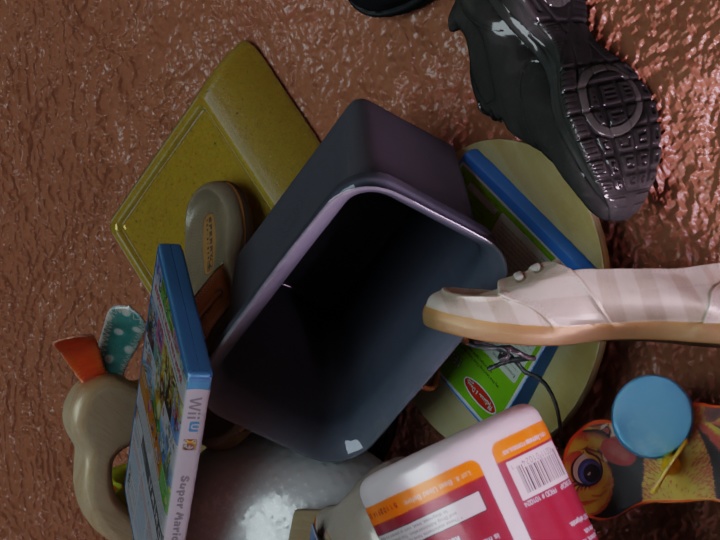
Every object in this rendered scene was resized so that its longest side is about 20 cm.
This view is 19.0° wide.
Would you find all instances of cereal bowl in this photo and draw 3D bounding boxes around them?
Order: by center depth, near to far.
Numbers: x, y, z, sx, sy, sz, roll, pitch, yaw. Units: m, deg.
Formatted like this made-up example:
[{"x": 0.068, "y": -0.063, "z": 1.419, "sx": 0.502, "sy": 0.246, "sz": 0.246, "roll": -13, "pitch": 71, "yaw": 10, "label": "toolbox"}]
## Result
[{"x": -0.047, "y": 0.207, "z": 1.422, "sx": 0.198, "sy": 0.083, "sz": 0.202, "roll": 10, "pitch": 121, "yaw": 17, "label": "cereal bowl"}]

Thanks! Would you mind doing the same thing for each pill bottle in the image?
[{"x": 0.088, "y": 0.186, "z": 1.196, "sx": 0.113, "sy": 0.113, "sz": 0.201, "roll": -29, "pitch": 83, "yaw": 40, "label": "pill bottle"}]

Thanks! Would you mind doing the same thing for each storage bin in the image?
[{"x": 0.000, "y": 0.000, "z": 1.359, "sx": 0.200, "sy": 0.145, "sz": 0.135, "roll": -51, "pitch": 24, "yaw": 31, "label": "storage bin"}]

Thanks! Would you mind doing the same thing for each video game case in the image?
[{"x": -0.125, "y": 0.105, "z": 1.378, "sx": 0.144, "sy": 0.018, "sz": 0.201, "roll": -109, "pitch": 25, "yaw": -54, "label": "video game case"}]

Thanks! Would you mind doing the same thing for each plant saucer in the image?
[{"x": -0.098, "y": -0.027, "z": 1.535, "sx": 0.200, "sy": 0.048, "sz": 0.201, "roll": -51, "pitch": 60, "yaw": 32, "label": "plant saucer"}]

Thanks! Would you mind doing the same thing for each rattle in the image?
[{"x": -0.179, "y": 0.098, "z": 1.546, "sx": 0.130, "sy": 0.200, "sz": 0.143, "roll": -36, "pitch": 29, "yaw": -1, "label": "rattle"}]

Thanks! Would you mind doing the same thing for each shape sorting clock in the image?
[{"x": 0.087, "y": 0.017, "z": 1.373, "sx": 0.199, "sy": 0.039, "sz": 0.202, "roll": -8, "pitch": 79, "yaw": 47, "label": "shape sorting clock"}]

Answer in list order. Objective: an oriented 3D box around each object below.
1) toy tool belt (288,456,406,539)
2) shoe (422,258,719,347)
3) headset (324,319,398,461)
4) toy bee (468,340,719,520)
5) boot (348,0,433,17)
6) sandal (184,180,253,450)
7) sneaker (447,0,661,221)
[{"x": 0.016, "y": 0.219, "z": 1.290, "sx": 0.122, "sy": 0.124, "sz": 0.202, "roll": -29, "pitch": 59, "yaw": 32, "label": "toy tool belt"}, {"x": 0.135, "y": 0.017, "z": 1.262, "sx": 0.198, "sy": 0.070, "sz": 0.054, "roll": 2, "pitch": 91, "yaw": -1, "label": "shoe"}, {"x": -0.051, "y": 0.124, "z": 1.496, "sx": 0.123, "sy": 0.094, "sz": 0.201, "roll": 41, "pitch": 103, "yaw": 18, "label": "headset"}, {"x": 0.161, "y": 0.113, "z": 1.253, "sx": 0.199, "sy": 0.131, "sz": 0.110, "roll": 9, "pitch": 88, "yaw": 32, "label": "toy bee"}, {"x": 0.013, "y": -0.224, "z": 1.338, "sx": 0.199, "sy": 0.167, "sz": 0.077, "roll": -29, "pitch": 74, "yaw": 40, "label": "boot"}, {"x": -0.105, "y": 0.027, "z": 1.443, "sx": 0.080, "sy": 0.054, "sz": 0.202, "roll": -32, "pitch": 54, "yaw": 41, "label": "sandal"}, {"x": 0.117, "y": -0.110, "z": 1.327, "sx": 0.091, "sy": 0.075, "sz": 0.201, "roll": -48, "pitch": 55, "yaw": 44, "label": "sneaker"}]
